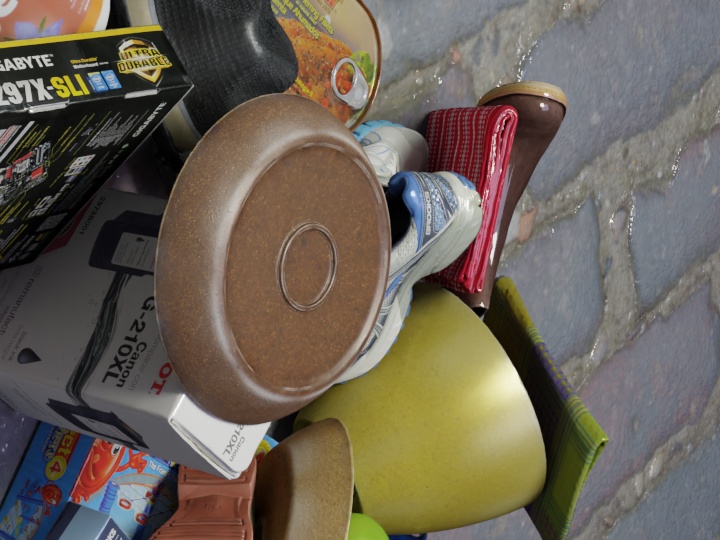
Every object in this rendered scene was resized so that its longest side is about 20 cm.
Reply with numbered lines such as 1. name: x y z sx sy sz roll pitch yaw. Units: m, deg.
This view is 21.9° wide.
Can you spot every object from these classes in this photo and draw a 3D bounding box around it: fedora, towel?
1. fedora: -0.095 -0.153 1.205 0.201 0.091 0.202 -16 90 -84
2. towel: 0.072 -0.060 1.477 0.022 0.200 0.146 12 91 -15
3. towel: 0.137 0.114 1.500 0.023 0.200 0.144 -6 131 -21

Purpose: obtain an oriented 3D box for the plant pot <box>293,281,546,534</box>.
1. plant pot: 0.031 0.129 1.475 0.141 0.200 0.201 -26 122 -22

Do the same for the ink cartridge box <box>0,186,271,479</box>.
1. ink cartridge box: -0.138 0.033 1.186 0.084 0.199 0.145 49 61 -47

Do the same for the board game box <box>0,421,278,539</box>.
1. board game box: -0.161 0.175 1.318 0.200 0.056 0.197 40 68 -50

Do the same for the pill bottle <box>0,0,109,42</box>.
1. pill bottle: -0.240 -0.190 1.062 0.200 0.112 0.113 47 63 -47

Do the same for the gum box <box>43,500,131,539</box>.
1. gum box: -0.179 0.281 1.240 0.170 0.044 0.200 -57 138 -26

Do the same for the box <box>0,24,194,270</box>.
1. box: -0.211 -0.060 1.083 0.159 0.200 0.050 -14 68 -49

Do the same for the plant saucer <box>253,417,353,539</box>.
1. plant saucer: -0.058 0.195 1.293 0.035 0.200 0.202 17 85 -16

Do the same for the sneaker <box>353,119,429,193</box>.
1. sneaker: 0.005 -0.065 1.448 0.200 0.086 0.076 -27 118 -48

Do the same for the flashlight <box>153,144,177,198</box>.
1. flashlight: -0.096 -0.008 1.345 0.068 0.068 0.201 -40 131 -27

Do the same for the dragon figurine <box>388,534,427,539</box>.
1. dragon figurine: 0.008 0.223 1.555 0.200 0.059 0.100 -27 121 -45

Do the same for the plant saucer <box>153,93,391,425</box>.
1. plant saucer: -0.042 -0.004 1.114 0.200 0.034 0.202 -14 109 -48

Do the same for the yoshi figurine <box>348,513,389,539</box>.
1. yoshi figurine: -0.036 0.247 1.413 0.113 0.111 0.201 -85 -167 -59

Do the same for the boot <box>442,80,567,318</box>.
1. boot: 0.111 -0.047 1.505 0.072 0.200 0.167 12 67 -15

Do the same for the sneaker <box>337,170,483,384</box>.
1. sneaker: 0.000 0.000 1.390 0.085 0.077 0.200 15 118 -47

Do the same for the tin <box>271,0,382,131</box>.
1. tin: -0.050 -0.177 1.383 0.200 0.042 0.112 44 69 -49

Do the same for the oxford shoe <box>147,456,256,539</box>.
1. oxford shoe: -0.101 0.196 1.244 0.200 0.070 0.074 -70 161 -62
